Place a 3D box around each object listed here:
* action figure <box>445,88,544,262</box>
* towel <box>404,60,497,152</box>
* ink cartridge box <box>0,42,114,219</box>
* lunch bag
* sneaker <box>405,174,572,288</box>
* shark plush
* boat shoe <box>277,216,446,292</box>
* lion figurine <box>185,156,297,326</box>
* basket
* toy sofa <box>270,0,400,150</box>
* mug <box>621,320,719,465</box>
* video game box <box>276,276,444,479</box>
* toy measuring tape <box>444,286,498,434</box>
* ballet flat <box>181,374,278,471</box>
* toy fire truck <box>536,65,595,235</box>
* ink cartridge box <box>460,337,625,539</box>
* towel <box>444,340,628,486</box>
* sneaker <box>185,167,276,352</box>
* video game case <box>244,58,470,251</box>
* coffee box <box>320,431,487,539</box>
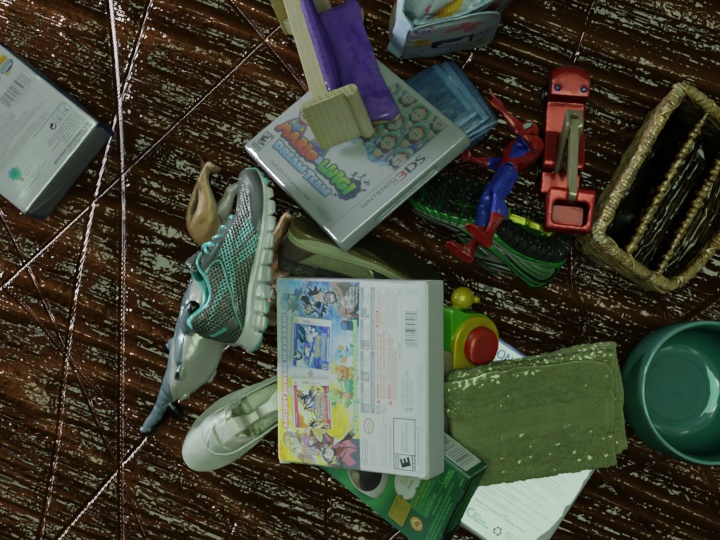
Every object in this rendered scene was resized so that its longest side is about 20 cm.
[{"bbox_3d":[0.134,-0.112,1.275,0.099,0.065,0.200,40,52,-7],"label":"action figure"},{"bbox_3d":[0.046,-0.153,1.342,0.200,0.049,0.112,-34,68,0],"label":"towel"},{"bbox_3d":[-0.408,-0.173,1.355,0.200,0.076,0.136,38,88,2],"label":"ink cartridge box"},{"bbox_3d":[0.114,-0.318,1.302,0.127,0.170,0.200,45,85,1],"label":"lunch bag"},{"bbox_3d":[0.134,-0.039,1.328,0.200,0.085,0.078,30,44,19],"label":"sneaker"},{"bbox_3d":[-0.193,0.097,1.342,0.083,0.091,0.200,34,114,45],"label":"shark plush"},{"bbox_3d":[0.000,0.000,1.318,0.201,0.072,0.066,20,115,-25],"label":"boat shoe"},{"bbox_3d":[-0.137,-0.033,1.349,0.200,0.072,0.123,35,97,18],"label":"lion figurine"},{"bbox_3d":[0.345,-0.079,1.288,0.143,0.149,0.200,31,87,4],"label":"basket"},{"bbox_3d":[-0.032,-0.241,1.304,0.097,0.083,0.200,-19,58,5],"label":"toy sofa"},{"bbox_3d":[0.372,0.142,1.285,0.185,0.114,0.152,44,82,-2],"label":"mug"},{"bbox_3d":[-0.002,0.107,1.223,0.182,0.047,0.200,2,94,28],"label":"video game box"},{"bbox_3d":[0.116,0.116,1.294,0.073,0.074,0.200,1,100,2],"label":"toy measuring tape"},{"bbox_3d":[-0.119,0.161,1.329,0.200,0.069,0.069,-31,86,0],"label":"ballet flat"},{"bbox_3d":[0.227,-0.135,1.297,0.049,0.141,0.200,5,86,2],"label":"toy fire truck"},{"bbox_3d":[0.161,0.199,1.328,0.198,0.047,0.200,34,85,6],"label":"ink cartridge box"},{"bbox_3d":[0.187,0.156,1.262,0.200,0.036,0.149,-11,110,-5],"label":"towel"},{"bbox_3d":[-0.140,-0.016,1.256,0.091,0.078,0.200,7,77,-13],"label":"sneaker"},{"bbox_3d":[-0.007,-0.139,1.306,0.182,0.024,0.200,-41,54,-5],"label":"video game case"},{"bbox_3d":[0.032,0.199,1.273,0.200,0.044,0.123,34,123,25],"label":"coffee box"}]
